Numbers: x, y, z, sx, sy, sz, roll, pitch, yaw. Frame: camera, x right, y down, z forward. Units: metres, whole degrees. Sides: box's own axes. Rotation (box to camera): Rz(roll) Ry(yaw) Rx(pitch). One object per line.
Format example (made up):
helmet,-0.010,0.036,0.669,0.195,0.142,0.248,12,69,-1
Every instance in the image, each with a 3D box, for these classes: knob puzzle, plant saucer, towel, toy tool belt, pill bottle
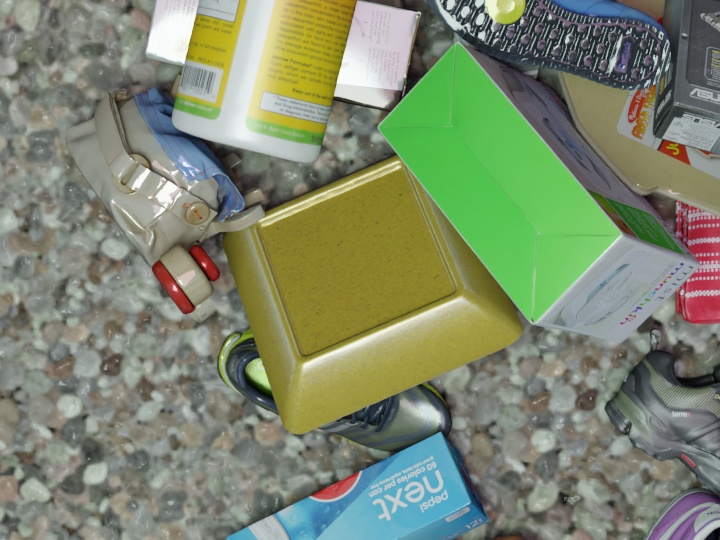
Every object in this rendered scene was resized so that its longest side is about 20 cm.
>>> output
knob puzzle,0.240,-0.135,1.375,0.217,0.031,0.221,5,61,-10
plant saucer,0.000,0.000,1.364,0.199,0.049,0.201,-23,57,2
towel,0.329,-0.058,1.432,0.143,0.022,0.202,-1,97,-2
toy tool belt,-0.135,-0.068,1.355,0.123,0.125,0.200,-36,52,-5
pill bottle,-0.060,-0.187,1.251,0.110,0.111,0.202,14,96,-3

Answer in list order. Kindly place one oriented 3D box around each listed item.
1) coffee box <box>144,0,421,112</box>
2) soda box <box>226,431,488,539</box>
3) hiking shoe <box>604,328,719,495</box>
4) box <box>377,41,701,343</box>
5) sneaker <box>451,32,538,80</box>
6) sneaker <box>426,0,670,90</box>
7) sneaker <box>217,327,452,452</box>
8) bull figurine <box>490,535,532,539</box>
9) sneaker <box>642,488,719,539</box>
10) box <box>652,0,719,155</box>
coffee box,-0.059,-0.182,1.364,0.198,0.114,0.080,12,96,-2
soda box,-0.003,0.210,1.420,0.199,0.064,0.068,-27,63,6
hiking shoe,0.304,0.129,1.427,0.199,0.076,0.101,28,99,-3
box,0.135,-0.053,1.310,0.097,0.176,0.200,-45,64,18
sneaker,0.108,-0.208,1.390,0.070,0.080,0.202,3,118,-23
sneaker,0.139,-0.190,1.330,0.198,0.079,0.066,18,108,-7
sneaker,-0.022,0.105,1.416,0.198,0.081,0.075,15,97,-3
bull figurine,0.058,0.266,1.403,0.198,0.065,0.122,-6,135,-30
sneaker,0.241,0.276,1.426,0.072,0.114,0.202,26,97,-5
box,0.332,-0.154,1.361,0.198,0.048,0.160,14,58,-5
